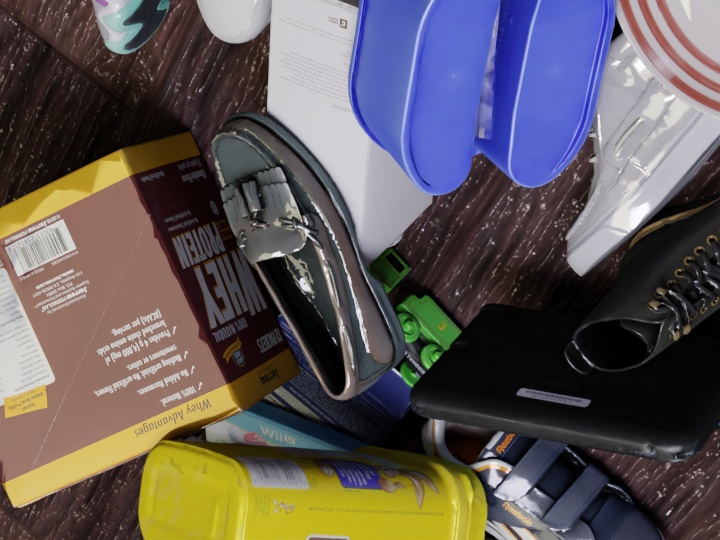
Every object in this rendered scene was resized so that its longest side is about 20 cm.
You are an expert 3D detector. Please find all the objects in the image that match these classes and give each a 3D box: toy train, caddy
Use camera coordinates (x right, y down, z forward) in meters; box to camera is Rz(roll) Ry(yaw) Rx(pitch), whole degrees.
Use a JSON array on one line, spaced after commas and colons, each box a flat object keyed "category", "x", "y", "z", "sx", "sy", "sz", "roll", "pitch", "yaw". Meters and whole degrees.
[{"category": "toy train", "x": 0.000, "y": 0.000, "z": 1.521, "sx": 0.200, "sy": 0.056, "sz": 0.042, "roll": 48, "pitch": 140, "yaw": -3}, {"category": "caddy", "x": 0.069, "y": -0.142, "z": 1.294, "sx": 0.105, "sy": 0.141, "sz": 0.200, "roll": -121, "pitch": 33, "yaw": -50}]

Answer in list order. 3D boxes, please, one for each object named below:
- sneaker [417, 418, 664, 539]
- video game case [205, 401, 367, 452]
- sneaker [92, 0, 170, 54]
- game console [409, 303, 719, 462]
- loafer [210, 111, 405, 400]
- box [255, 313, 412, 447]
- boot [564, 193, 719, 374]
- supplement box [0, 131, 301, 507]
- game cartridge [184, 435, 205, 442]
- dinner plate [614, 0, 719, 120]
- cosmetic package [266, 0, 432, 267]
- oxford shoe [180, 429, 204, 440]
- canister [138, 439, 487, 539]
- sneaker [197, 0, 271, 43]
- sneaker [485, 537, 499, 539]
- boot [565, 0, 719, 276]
[{"category": "sneaker", "x": 0.126, "y": 0.156, "z": 1.524, "sx": 0.200, "sy": 0.078, "sz": 0.080, "roll": 23, "pitch": 136, "yaw": 23}, {"category": "video game case", "x": -0.056, "y": 0.191, "z": 1.678, "sx": 0.143, "sy": 0.018, "sz": 0.200, "roll": 20, "pitch": 132, "yaw": 25}, {"category": "sneaker", "x": -0.196, "y": -0.257, "z": 1.476, "sx": 0.140, "sy": 0.078, "sz": 0.200, "roll": 20, "pitch": 120, "yaw": 25}, {"category": "game console", "x": 0.161, "y": 0.096, "z": 1.389, "sx": 0.200, "sy": 0.176, "sz": 0.117, "roll": 8, "pitch": 124, "yaw": 31}, {"category": "loafer", "x": -0.039, "y": -0.008, "z": 1.390, "sx": 0.072, "sy": 0.063, "sz": 0.200, "roll": -21, "pitch": 106, "yaw": 42}, {"category": "box", "x": -0.032, "y": 0.103, "z": 1.630, "sx": 0.121, "sy": 0.032, "sz": 0.200, "roll": 39, "pitch": 137, "yaw": 6}, {"category": "boot", "x": 0.225, "y": -0.003, "z": 1.303, "sx": 0.078, "sy": 0.138, "sz": 0.200, "roll": 50, "pitch": 134, "yaw": -5}, {"category": "supplement box", "x": -0.185, "y": 0.034, "z": 1.549, "sx": 0.197, "sy": 0.133, "sz": 0.200, "roll": -24, "pitch": 91, "yaw": 19}, {"category": "game cartridge", "x": -0.081, "y": 0.225, "z": 1.679, "sx": 0.200, "sy": 0.040, "sz": 0.133, "roll": 39, "pitch": 136, "yaw": 13}, {"category": "dinner plate", "x": 0.237, "y": -0.181, "z": 1.225, "sx": 0.200, "sy": 0.024, "sz": 0.201, "roll": 8, "pitch": 106, "yaw": 29}, {"category": "cosmetic package", "x": -0.002, "y": -0.113, "z": 1.411, "sx": 0.085, "sy": 0.108, "sz": 0.200, "roll": 23, "pitch": 129, "yaw": 21}, {"category": "oxford shoe", "x": -0.153, "y": 0.045, "z": 1.651, "sx": 0.084, "sy": 0.073, "sz": 0.200, "roll": -5, "pitch": 116, "yaw": 35}, {"category": "canister", "x": -0.036, "y": 0.166, "z": 1.481, "sx": 0.148, "sy": 0.200, "sz": 0.087, "roll": 8, "pitch": 90, "yaw": 55}, {"category": "sneaker", "x": -0.107, "y": -0.234, "z": 1.405, "sx": 0.078, "sy": 0.099, "sz": 0.200, "roll": 10, "pitch": 125, "yaw": 30}, {"category": "sneaker", "x": 0.122, "y": 0.222, "z": 1.591, "sx": 0.200, "sy": 0.075, "sz": 0.100, "roll": 22, "pitch": 116, "yaw": 16}, {"category": "boot", "x": 0.169, "y": -0.090, "z": 1.340, "sx": 0.096, "sy": 0.074, "sz": 0.200, "roll": 45, "pitch": 127, "yaw": 9}]
